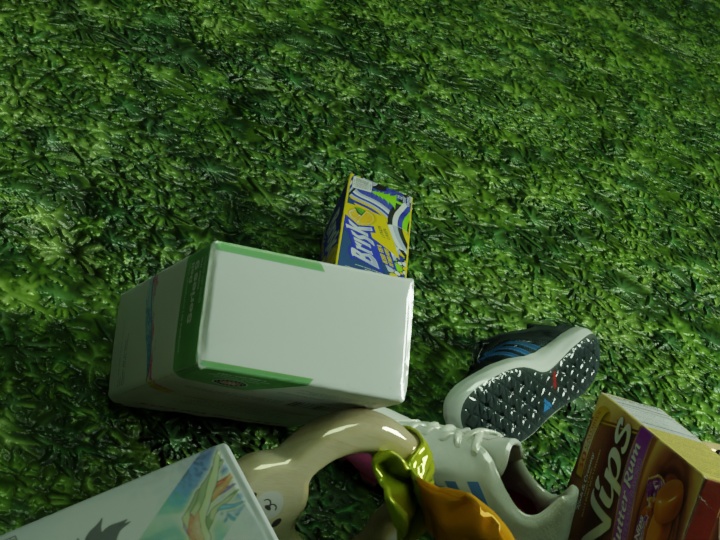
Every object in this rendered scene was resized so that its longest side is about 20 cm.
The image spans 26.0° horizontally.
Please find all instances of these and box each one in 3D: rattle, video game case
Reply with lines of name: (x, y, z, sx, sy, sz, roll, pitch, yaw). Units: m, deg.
rattle: (-0.027, 0.170, 0.970, 0.199, 0.131, 0.143, 2, 37, -31)
video game case: (-0.121, 0.204, 0.875, 0.182, 0.022, 0.200, -22, 47, -15)

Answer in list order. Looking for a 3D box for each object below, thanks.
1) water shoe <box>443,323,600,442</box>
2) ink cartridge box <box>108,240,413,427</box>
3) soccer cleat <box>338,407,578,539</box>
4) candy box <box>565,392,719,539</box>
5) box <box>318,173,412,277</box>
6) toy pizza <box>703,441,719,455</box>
water shoe: (0.117, 0.094, 1.278, 0.079, 0.072, 0.200, 11, 19, 39)
ink cartridge box: (-0.072, 0.050, 1.057, 0.145, 0.200, 0.088, 11, 74, -23)
soccer cleat: (0.069, 0.136, 1.134, 0.199, 0.087, 0.070, 31, 31, 13)
candy box: (0.202, 0.170, 1.083, 0.056, 0.117, 0.200, 16, 7, -12)
box: (0.000, 0.000, 1.317, 0.064, 0.070, 0.200, 21, 30, -7)
toy pizza: (0.316, 0.201, 1.266, 0.199, 0.032, 0.201, 18, 30, -11)
